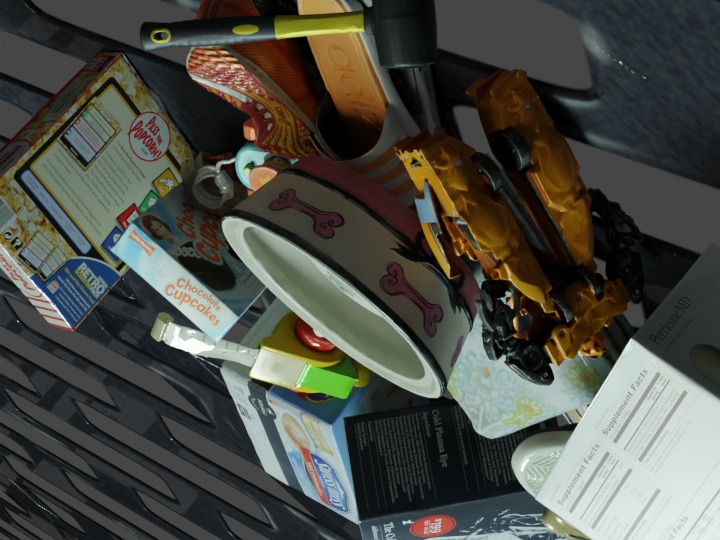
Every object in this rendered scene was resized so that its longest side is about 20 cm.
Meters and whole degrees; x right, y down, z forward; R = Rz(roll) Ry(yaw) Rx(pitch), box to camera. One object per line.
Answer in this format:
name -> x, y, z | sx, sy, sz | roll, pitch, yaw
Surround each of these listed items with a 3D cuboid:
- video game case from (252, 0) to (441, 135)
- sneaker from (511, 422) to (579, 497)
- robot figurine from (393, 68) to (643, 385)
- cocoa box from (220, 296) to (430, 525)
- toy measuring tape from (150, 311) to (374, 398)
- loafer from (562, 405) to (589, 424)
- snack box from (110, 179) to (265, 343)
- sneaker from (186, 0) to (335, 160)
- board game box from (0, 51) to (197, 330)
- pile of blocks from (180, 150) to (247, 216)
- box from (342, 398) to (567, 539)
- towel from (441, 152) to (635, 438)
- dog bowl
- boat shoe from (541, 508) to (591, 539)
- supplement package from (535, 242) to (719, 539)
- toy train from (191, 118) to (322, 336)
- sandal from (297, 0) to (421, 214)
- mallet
video game case -> -0.030, -0.164, 1.187 | 0.200, 0.023, 0.182 | 29, 154, 27
sneaker -> 0.190, 0.123, 1.189 | 0.075, 0.199, 0.085 | -59, 36, 37
robot figurine -> 0.110, -0.025, 1.088 | 0.058, 0.145, 0.200 | 9, 133, 60
cocoa box -> -0.024, 0.123, 1.540 | 0.131, 0.133, 0.200 | 26, 153, 27
toy measuring tape -> -0.081, 0.058, 1.404 | 0.199, 0.074, 0.074 | 17, 161, -15
loafer -> 0.199, 0.105, 1.265 | 0.200, 0.072, 0.063 | 43, 149, 0
snack box -> -0.125, -0.022, 1.392 | 0.116, 0.200, 0.037 | 41, 114, -2
sneaker -> -0.056, -0.136, 1.178 | 0.073, 0.077, 0.200 | 4, 157, 23
board game box -> -0.243, -0.071, 1.444 | 0.046, 0.200, 0.152 | 9, 141, 51
pile of blocks -> -0.059, -0.054, 1.396 | 0.200, 0.082, 0.062 | 32, 114, -3
box -> 0.089, 0.203, 1.435 | 0.200, 0.181, 0.104 | 79, 180, -56
towel -> 0.102, 0.023, 1.221 | 0.171, 0.048, 0.200 | -27, 98, 51
dog bowl -> 0.000, 0.000, 1.155 | 0.200, 0.074, 0.200 | 36, 167, 10
boat shoe -> 0.203, 0.207, 1.349 | 0.200, 0.076, 0.072 | 34, -167, -51
supplement package -> 0.251, 0.118, 1.042 | 0.200, 0.152, 0.151 | 35, 128, 13
toy train -> -0.046, -0.027, 1.319 | 0.200, 0.056, 0.150 | 41, 121, -5
sandal -> -0.008, -0.103, 1.134 | 0.079, 0.059, 0.207 | 11, 137, 48
mallet -> -0.047, -0.169, 1.062 | 0.199, 0.066, 0.041 | 5, -169, 11
